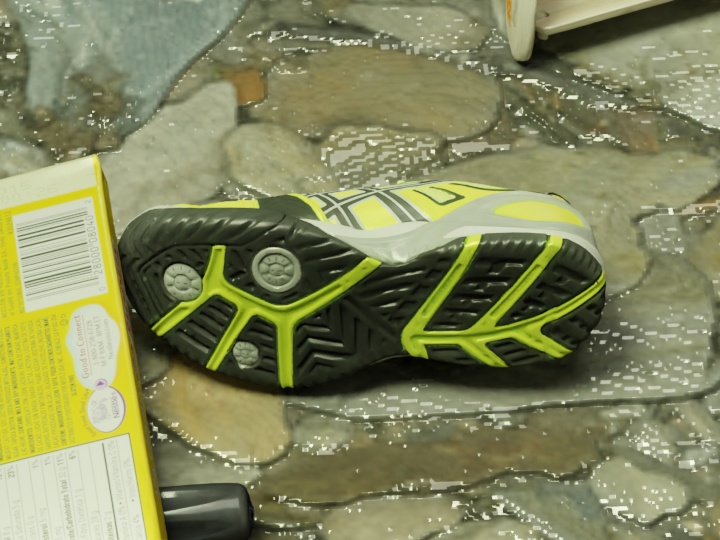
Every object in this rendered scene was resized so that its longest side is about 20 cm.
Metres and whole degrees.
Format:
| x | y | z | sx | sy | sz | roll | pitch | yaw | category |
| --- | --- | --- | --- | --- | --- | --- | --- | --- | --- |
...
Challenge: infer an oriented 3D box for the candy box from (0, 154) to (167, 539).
| x | y | z | sx | sy | sz | roll | pitch | yaw | category |
| --- | --- | --- | --- | --- | --- | --- | --- | --- | --- |
| -0.135 | 0.049 | 1.006 | 0.101 | 0.026 | 0.201 | -15 | 54 | 3 | candy box |

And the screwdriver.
| x | y | z | sx | sy | sz | roll | pitch | yaw | category |
| --- | --- | --- | --- | --- | --- | --- | --- | --- | --- |
| -0.139 | 0.103 | 1.001 | 0.198 | 0.028 | 0.029 | -6 | 17 | 5 | screwdriver |

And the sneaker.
| x | y | z | sx | sy | sz | roll | pitch | yaw | category |
| --- | --- | --- | --- | --- | --- | --- | --- | --- | --- |
| 0.000 | 0.000 | 1.068 | 0.198 | 0.076 | 0.077 | 4 | 26 | 2 | sneaker |

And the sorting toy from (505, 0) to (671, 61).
| x | y | z | sx | sy | sz | roll | pitch | yaw | category |
| --- | --- | --- | --- | --- | --- | --- | --- | --- | --- |
| 0.146 | -0.213 | 1.175 | 0.198 | 0.181 | 0.107 | -16 | 49 | -14 | sorting toy |
